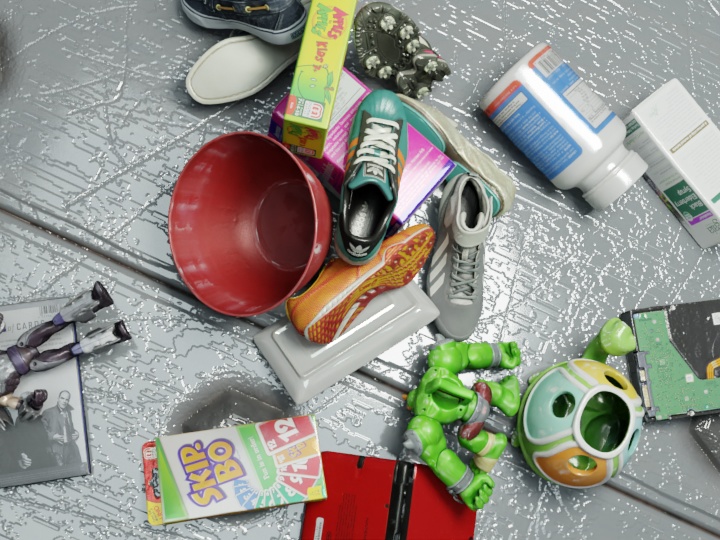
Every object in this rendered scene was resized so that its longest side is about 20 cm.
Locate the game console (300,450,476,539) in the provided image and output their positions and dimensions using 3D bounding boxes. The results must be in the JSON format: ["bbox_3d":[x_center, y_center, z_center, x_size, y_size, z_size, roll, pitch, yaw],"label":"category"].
[{"bbox_3d":[0.030,0.319,1.152,0.172,0.119,0.201,3,77,23],"label":"game console"}]

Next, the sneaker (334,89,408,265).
[{"bbox_3d":[0.017,-0.108,1.090,0.071,0.080,0.201,10,79,-6],"label":"sneaker"}]

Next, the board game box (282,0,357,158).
[{"bbox_3d":[-0.040,-0.235,1.094,0.047,0.102,0.201,13,78,-2],"label":"board game box"}]

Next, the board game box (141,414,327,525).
[{"bbox_3d":[-0.143,0.223,1.125,0.199,0.030,0.096,-9,72,-3],"label":"board game box"}]

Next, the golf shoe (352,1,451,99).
[{"bbox_3d":[0.032,-0.269,1.179,0.077,0.200,0.088,-38,67,12],"label":"golf shoe"}]

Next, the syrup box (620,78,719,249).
[{"bbox_3d":[0.413,-0.131,1.262,0.081,0.079,0.200,-37,88,-14],"label":"syrup box"}]

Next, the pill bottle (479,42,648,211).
[{"bbox_3d":[0.250,-0.170,1.227,0.112,0.112,0.200,-43,89,-13],"label":"pill bottle"}]

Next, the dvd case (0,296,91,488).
[{"bbox_3d":[-0.385,0.138,1.116,0.150,0.025,0.201,-7,80,-10],"label":"dvd case"}]

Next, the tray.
[{"bbox_3d":[-0.017,0.061,1.169,0.200,0.022,0.107,-31,61,-13],"label":"tray"}]

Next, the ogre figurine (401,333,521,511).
[{"bbox_3d":[0.116,0.155,1.149,0.120,0.098,0.200,28,81,-18],"label":"ogre figurine"}]

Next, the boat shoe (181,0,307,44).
[{"bbox_3d":[-0.144,-0.328,1.156,0.200,0.091,0.071,23,60,36],"label":"boat shoe"}]

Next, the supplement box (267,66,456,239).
[{"bbox_3d":[-0.002,-0.143,1.187,0.200,0.101,0.103,42,77,1],"label":"supplement box"}]

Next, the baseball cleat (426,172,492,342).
[{"bbox_3d":[0.114,-0.014,1.166,0.070,0.106,0.201,-1,91,-3],"label":"baseball cleat"}]

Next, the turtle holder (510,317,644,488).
[{"bbox_3d":[0.270,0.163,1.159,0.185,0.132,0.141,-39,87,-13],"label":"turtle holder"}]

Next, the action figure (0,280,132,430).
[{"bbox_3d":[-0.354,0.088,1.084,0.200,0.069,0.130,-29,95,-9],"label":"action figure"}]

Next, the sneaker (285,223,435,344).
[{"bbox_3d":[0.000,0.000,1.151,0.200,0.073,0.077,-34,52,-18],"label":"sneaker"}]

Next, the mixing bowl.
[{"bbox_3d":[-0.105,-0.050,1.130,0.200,0.108,0.201,1,92,30],"label":"mixing bowl"}]

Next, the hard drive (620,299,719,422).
[{"bbox_3d":[0.429,0.107,1.243,0.199,0.038,0.140,-7,81,-11],"label":"hard drive"}]

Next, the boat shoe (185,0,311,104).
[{"bbox_3d":[-0.121,-0.264,1.208,0.200,0.062,0.075,-38,105,-5],"label":"boat shoe"}]

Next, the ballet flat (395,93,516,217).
[{"bbox_3d":[0.111,-0.145,1.236,0.200,0.067,0.062,46,49,-2],"label":"ballet flat"}]
